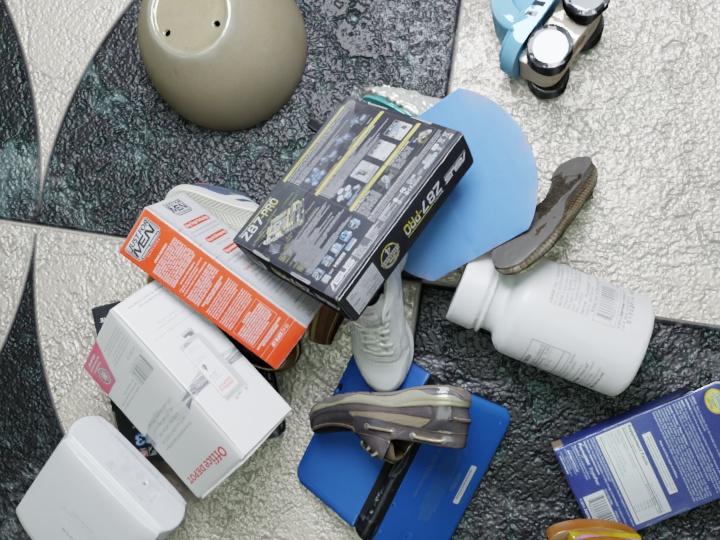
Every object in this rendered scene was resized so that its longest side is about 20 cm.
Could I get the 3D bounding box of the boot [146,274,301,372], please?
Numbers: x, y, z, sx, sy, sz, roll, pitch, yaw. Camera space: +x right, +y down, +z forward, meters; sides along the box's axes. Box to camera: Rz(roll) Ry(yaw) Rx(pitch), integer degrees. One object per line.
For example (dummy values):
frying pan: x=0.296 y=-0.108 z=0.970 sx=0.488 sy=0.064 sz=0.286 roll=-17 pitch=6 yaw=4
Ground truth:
boot: x=-0.158 y=0.048 z=0.812 sx=0.199 sy=0.075 sz=0.074 roll=31 pitch=94 yaw=4

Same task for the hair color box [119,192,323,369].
hair color box: x=-0.139 y=0.007 z=0.765 sx=0.199 sy=0.102 sz=0.061 roll=37 pitch=107 yaw=-1

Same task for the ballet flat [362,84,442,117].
ballet flat: x=0.096 y=-0.157 z=0.832 sx=0.199 sy=0.072 sz=0.072 roll=35 pitch=95 yaw=3

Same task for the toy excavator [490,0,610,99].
toy excavator: x=0.184 y=-0.322 z=0.800 sx=0.199 sy=0.100 sz=0.195 roll=37 pitch=94 yaw=14

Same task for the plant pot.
plant pot: x=-0.170 y=-0.269 z=0.821 sx=0.198 sy=0.134 sz=0.203 roll=0 pitch=92 yaw=7

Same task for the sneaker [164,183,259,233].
sneaker: x=-0.124 y=-0.051 z=0.845 sx=0.199 sy=0.085 sz=0.075 roll=27 pitch=107 yaw=1

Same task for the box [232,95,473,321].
box: x=-0.010 y=-0.069 z=0.711 sx=0.161 sy=0.049 sz=0.201 roll=27 pitch=74 yaw=36

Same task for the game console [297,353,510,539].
game console: x=0.049 y=0.208 z=0.862 sx=0.170 sy=0.118 sz=0.201 roll=24 pitch=95 yaw=-25

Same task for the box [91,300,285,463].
box: x=-0.207 y=0.120 z=0.878 sx=0.198 sy=0.050 sz=0.200 roll=-13 pitch=90 yaw=7

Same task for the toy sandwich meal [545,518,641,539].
toy sandwich meal: x=0.240 y=0.365 z=0.809 sx=0.203 sy=0.070 sz=0.207 roll=-1 pitch=121 yaw=-2

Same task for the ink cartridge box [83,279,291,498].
ink cartridge box: x=-0.190 y=0.127 z=0.779 sx=0.200 sy=0.083 sz=0.147 roll=47 pitch=136 yaw=3

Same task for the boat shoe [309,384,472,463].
boat shoe: x=0.026 y=0.167 z=0.776 sx=0.199 sy=0.074 sz=0.074 roll=-14 pitch=69 yaw=35

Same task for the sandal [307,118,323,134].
sandal: x=0.034 y=-0.131 z=0.831 sx=0.199 sy=0.075 sz=0.048 roll=27 pitch=96 yaw=-3

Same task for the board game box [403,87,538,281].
board game box: x=0.094 y=-0.088 z=0.772 sx=0.199 sy=0.039 sz=0.159 roll=-31 pitch=86 yaw=27

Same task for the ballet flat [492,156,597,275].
ballet flat: x=0.204 y=-0.053 z=0.775 sx=0.067 sy=0.200 sz=0.047 roll=-1 pitch=127 yaw=44

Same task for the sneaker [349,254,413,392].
sneaker: x=0.010 y=0.050 z=0.770 sx=0.074 sy=0.100 sz=0.202 roll=2 pitch=113 yaw=18

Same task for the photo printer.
photo printer: x=-0.315 y=0.288 z=0.859 sx=0.166 sy=0.069 sz=0.200 roll=44 pitch=120 yaw=3

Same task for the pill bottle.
pill bottle: x=0.201 y=0.048 z=0.790 sx=0.198 sy=0.114 sz=0.115 roll=21 pitch=94 yaw=6

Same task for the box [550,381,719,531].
box: x=0.332 y=0.214 z=0.817 sx=0.199 sy=0.032 sz=0.122 roll=-25 pitch=88 yaw=10

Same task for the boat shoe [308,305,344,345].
boat shoe: x=0.000 y=0.000 z=0.836 sx=0.067 sy=0.072 sz=0.202 roll=25 pitch=95 yaw=5
